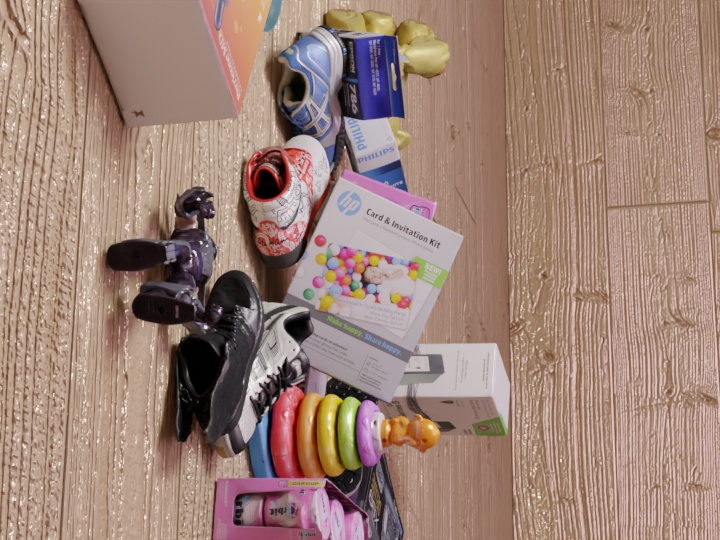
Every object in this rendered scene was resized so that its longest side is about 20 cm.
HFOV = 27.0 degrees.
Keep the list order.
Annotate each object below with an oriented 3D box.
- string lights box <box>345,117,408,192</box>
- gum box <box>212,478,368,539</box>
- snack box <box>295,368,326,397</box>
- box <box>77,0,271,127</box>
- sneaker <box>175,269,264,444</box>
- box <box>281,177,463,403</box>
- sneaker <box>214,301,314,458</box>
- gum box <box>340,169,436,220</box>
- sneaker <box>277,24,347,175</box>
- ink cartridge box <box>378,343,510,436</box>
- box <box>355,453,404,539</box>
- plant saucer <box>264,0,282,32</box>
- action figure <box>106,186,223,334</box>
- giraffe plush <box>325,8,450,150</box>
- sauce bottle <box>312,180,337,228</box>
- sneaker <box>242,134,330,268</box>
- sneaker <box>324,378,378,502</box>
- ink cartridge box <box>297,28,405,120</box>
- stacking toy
[{"bbox_3d":[0.022,-0.125,1.939,0.201,0.058,0.103,73,-3,-52],"label":"string lights box"},{"bbox_3d":[-0.068,0.262,1.526,0.200,0.112,0.067,56,33,-65],"label":"gum box"},{"bbox_3d":[-0.067,0.191,1.741,0.072,0.024,0.202,72,20,-50],"label":"snack box"},{"bbox_3d":[-0.155,-0.247,1.295,0.201,0.105,0.153,-81,162,-44],"label":"box"},{"bbox_3d":[-0.135,0.076,1.403,0.104,0.059,0.202,70,24,-63],"label":"sneaker"},{"bbox_3d":[0.004,0.023,1.646,0.041,0.155,0.202,114,2,-84],"label":"box"},{"bbox_3d":[-0.097,0.101,1.502,0.201,0.087,0.076,-77,161,-45],"label":"sneaker"},{"bbox_3d":[0.000,0.000,1.713,0.066,0.112,0.202,157,-47,-88],"label":"gum box"},{"bbox_3d":[-0.065,-0.192,1.783,0.077,0.075,0.202,-27,132,-32],"label":"sneaker"},{"bbox_3d":[0.101,0.167,2.093,0.146,0.197,0.085,63,29,-59],"label":"ink cartridge box"},{"bbox_3d":[0.009,0.338,1.978,0.159,0.049,0.202,-76,159,-51],"label":"box"},{"bbox_3d":[-0.123,-0.360,1.631,0.200,0.027,0.203,-3,90,-77],"label":"plant saucer"},{"bbox_3d":[-0.156,-0.003,1.321,0.200,0.068,0.132,-46,127,-76],"label":"action figure"},{"bbox_3d":[0.022,-0.240,2.003,0.201,0.170,0.164,-90,-167,-63],"label":"giraffe plush"},{"bbox_3d":[-0.022,-0.066,1.910,0.200,0.065,0.067,33,55,-77],"label":"sauce bottle"},{"bbox_3d":[-0.080,-0.110,1.666,0.109,0.066,0.203,77,19,-45],"label":"sneaker"},{"bbox_3d":[-0.024,0.217,1.864,0.088,0.075,0.201,94,7,-48],"label":"sneaker"},{"bbox_3d":[-0.014,-0.236,1.797,0.199,0.039,0.101,19,-62,59],"label":"ink cartridge box"},{"bbox_3d":[-0.012,0.175,1.601,0.110,0.197,0.117,-62,146,-65],"label":"stacking toy"}]
